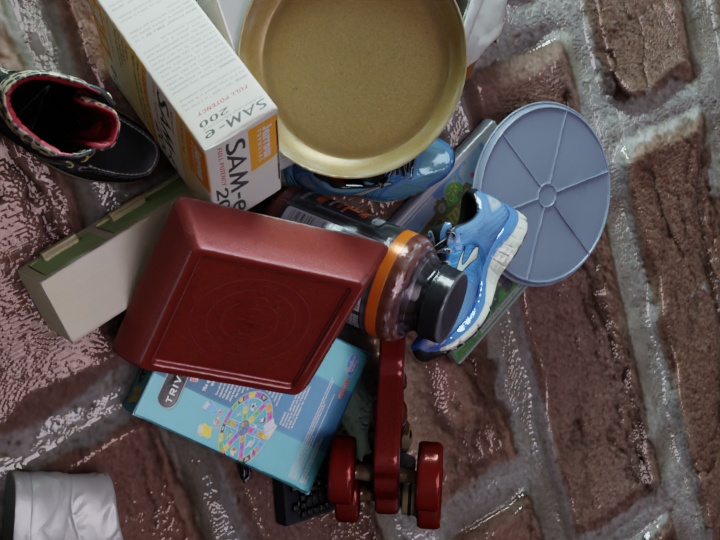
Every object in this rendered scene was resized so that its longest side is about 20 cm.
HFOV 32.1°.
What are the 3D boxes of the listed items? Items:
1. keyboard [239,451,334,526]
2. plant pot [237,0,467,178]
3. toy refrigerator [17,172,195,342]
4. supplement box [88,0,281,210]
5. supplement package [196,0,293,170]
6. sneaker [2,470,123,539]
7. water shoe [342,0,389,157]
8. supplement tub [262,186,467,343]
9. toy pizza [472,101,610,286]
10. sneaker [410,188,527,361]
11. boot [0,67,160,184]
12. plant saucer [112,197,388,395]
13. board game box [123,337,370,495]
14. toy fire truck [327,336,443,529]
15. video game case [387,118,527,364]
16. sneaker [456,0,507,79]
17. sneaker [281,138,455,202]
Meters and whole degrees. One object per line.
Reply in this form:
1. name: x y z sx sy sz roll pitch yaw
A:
1. keyboard: -0.078 0.164 1.287 0.125 0.021 0.204 -11 103 -30
2. plant pot: -0.006 -0.179 1.063 0.196 0.027 0.204 1 93 9
3. toy refrigerator: -0.205 -0.023 1.142 0.199 0.076 0.071 -35 115 -22
4. supplement box: -0.149 -0.155 1.061 0.073 0.201 0.127 -31 158 -16
5. supplement package: -0.093 -0.209 1.152 0.120 0.119 0.203 -28 113 -27
6. sneaker: -0.271 0.285 1.156 0.114 0.073 0.204 2 96 -29
7. water shoe: 0.004 -0.194 1.120 0.079 0.070 0.204 -3 98 -63
8. supplement tub: 0.000 0.000 1.194 0.107 0.198 0.108 -55 159 -34
9. toy pizza: 0.197 -0.084 1.384 0.198 0.032 0.204 -5 99 -32
10. sneaker: 0.092 0.002 1.269 0.089 0.078 0.202 36 60 -15
11. boot: -0.239 -0.120 1.058 0.198 0.150 0.074 26 85 -32
12. plant saucer: -0.098 0.037 1.108 0.197 0.037 0.201 12 132 -23
13. board game box: -0.108 0.107 1.221 0.198 0.047 0.153 28 82 -22
14. toy fire truck: 0.032 0.166 1.272 0.110 0.201 0.171 4 67 5
15. video game case: 0.123 -0.031 1.376 0.200 0.022 0.183 -46 118 -17
16. sneaker: 0.125 -0.294 1.316 0.085 0.072 0.202 39 75 -55
17. sneaker: 0.017 -0.101 1.257 0.197 0.090 0.080 -7 103 -31
